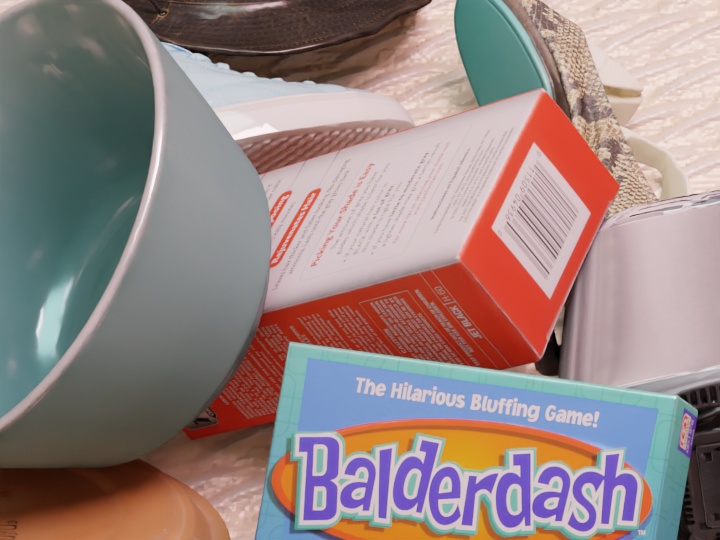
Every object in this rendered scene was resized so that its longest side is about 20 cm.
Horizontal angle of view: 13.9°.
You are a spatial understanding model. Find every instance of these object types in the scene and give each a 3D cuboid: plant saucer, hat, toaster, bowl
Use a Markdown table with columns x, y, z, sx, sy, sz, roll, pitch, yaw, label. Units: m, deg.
| x | y | z | sx | sy | sz | roll | pitch | yaw | label |
| --- | --- | --- | --- | --- | --- | --- | --- | --- | --- |
| -0.150 | 0.106 | 1.161 | 0.200 | 0.032 | 0.200 | 3 | 21 | -1 | plant saucer |
| -0.061 | -0.169 | 1.400 | 0.200 | 0.081 | 0.201 | 3 | 21 | -1 | hat |
| 0.168 | 0.039 | 1.165 | 0.199 | 0.114 | 0.129 | -9 | 43 | 7 | toaster |
| -0.111 | -0.002 | 1.181 | 0.201 | 0.105 | 0.201 | -26 | 51 | 37 | bowl |

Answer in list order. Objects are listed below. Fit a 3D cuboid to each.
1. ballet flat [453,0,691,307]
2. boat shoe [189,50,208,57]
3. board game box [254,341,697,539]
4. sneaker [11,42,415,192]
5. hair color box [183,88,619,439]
| x | y | z | sx | sy | sz | roll | pitch | yaw | label |
| --- | --- | --- | --- | --- | --- | --- | --- | --- | --- |
| 0.102 | -0.054 | 1.314 | 0.075 | 0.068 | 0.200 | -2 | 47 | -21 | ballet flat |
| -0.135 | -0.053 | 1.352 | 0.056 | 0.069 | 0.200 | 12 | 48 | 22 | boat shoe |
| 0.032 | 0.135 | 1.078 | 0.152 | 0.045 | 0.201 | 6 | 81 | 18 | board game box |
| -0.072 | -0.074 | 1.313 | 0.199 | 0.074 | 0.082 | -4 | 60 | -27 | sneaker |
| 0.000 | 0.000 | 1.213 | 0.200 | 0.061 | 0.102 | -14 | 37 | 42 | hair color box |
